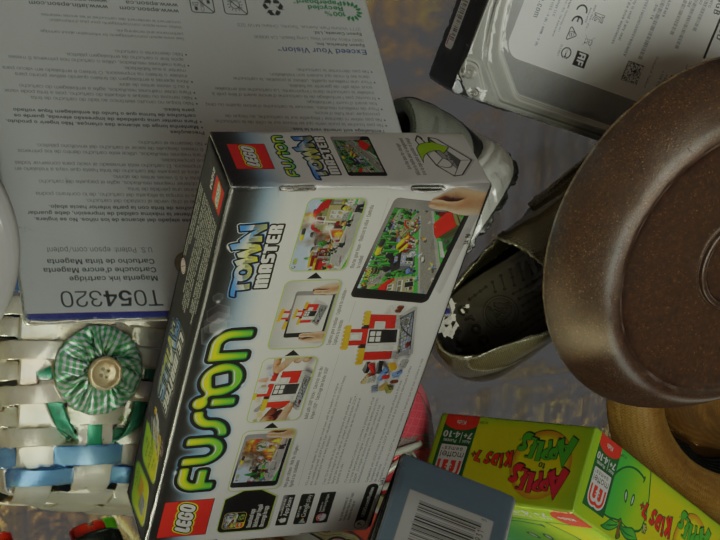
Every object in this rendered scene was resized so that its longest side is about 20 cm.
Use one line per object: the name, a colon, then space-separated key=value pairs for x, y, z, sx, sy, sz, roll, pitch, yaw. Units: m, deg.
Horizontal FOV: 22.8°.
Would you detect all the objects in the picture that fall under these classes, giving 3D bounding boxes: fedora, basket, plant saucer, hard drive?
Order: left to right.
basket: x=-0.112 y=0.015 z=0.854 sx=0.175 sy=0.139 sz=0.202 roll=4 pitch=74 yaw=-25
hard drive: x=0.149 y=-0.136 z=0.956 sx=0.199 sy=0.038 sz=0.141 roll=16 pitch=103 yaw=-28
plant saucer: x=0.186 y=-0.011 z=0.909 sx=0.199 sy=0.034 sz=0.202 roll=-12 pitch=121 yaw=-21
fedora: x=0.214 y=0.049 z=1.028 sx=0.199 sy=0.082 sz=0.202 roll=-9 pitch=113 yaw=-22

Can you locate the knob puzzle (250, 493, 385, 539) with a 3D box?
knob puzzle: x=-0.040 y=0.202 z=0.936 sx=0.218 sy=0.030 sz=0.222 roll=0 pitch=88 yaw=13

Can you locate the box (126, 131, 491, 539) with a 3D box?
box: x=-0.026 y=0.032 z=0.743 sx=0.109 sy=0.035 sz=0.201 roll=-1 pitch=131 yaw=-23

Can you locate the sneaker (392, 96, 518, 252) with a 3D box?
sneaker: x=0.000 y=0.000 z=0.910 sx=0.079 sy=0.074 sz=0.201 roll=38 pitch=68 yaw=-17

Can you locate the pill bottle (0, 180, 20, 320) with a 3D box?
pill bottle: x=-0.216 y=-0.035 z=0.745 sx=0.113 sy=0.200 sz=0.115 roll=-8 pitch=113 yaw=-20

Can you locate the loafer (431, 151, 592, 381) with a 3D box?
loafer: x=0.114 y=-0.007 z=0.937 sx=0.200 sy=0.067 sz=0.076 roll=-44 pitch=84 yaw=16

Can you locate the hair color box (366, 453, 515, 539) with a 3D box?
hair color box: x=0.006 y=0.197 z=0.828 sx=0.060 sy=0.099 sz=0.201 roll=21 pitch=121 yaw=2

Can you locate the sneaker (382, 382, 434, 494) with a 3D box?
sneaker: x=0.024 y=0.136 z=0.976 sx=0.073 sy=0.087 sz=0.202 roll=-15 pitch=114 yaw=-18

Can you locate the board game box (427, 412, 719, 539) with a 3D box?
board game box: x=0.132 y=0.142 z=0.987 sx=0.200 sy=0.101 sz=0.048 roll=38 pitch=63 yaw=-43

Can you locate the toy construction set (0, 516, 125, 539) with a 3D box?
toy construction set: x=-0.170 y=0.174 z=0.843 sx=0.131 sy=0.200 sz=0.093 roll=-30 pitch=87 yaw=30

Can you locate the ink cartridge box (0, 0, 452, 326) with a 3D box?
ink cartridge box: x=-0.074 y=-0.053 z=0.813 sx=0.195 sy=0.201 sz=0.043 roll=0 pitch=148 yaw=-23
